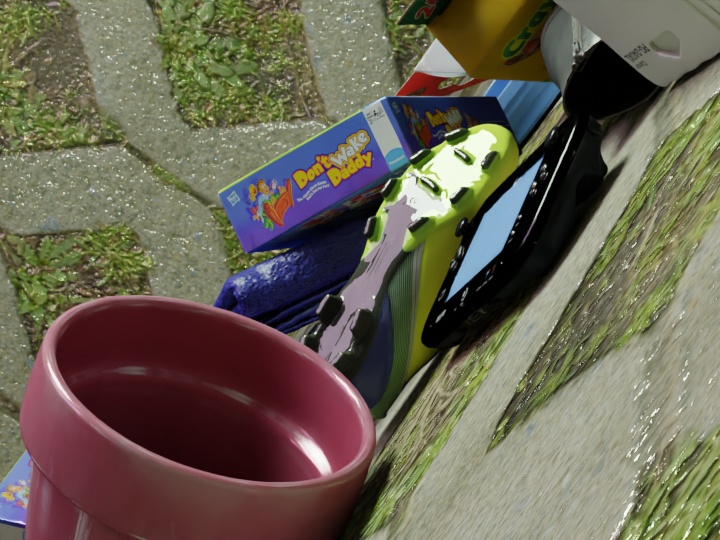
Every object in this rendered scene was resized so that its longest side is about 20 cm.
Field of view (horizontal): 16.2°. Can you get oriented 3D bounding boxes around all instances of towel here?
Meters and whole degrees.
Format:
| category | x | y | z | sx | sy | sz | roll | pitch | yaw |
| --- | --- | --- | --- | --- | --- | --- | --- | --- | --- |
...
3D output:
| category | x | y | z | sx | sy | sz | roll | pitch | yaw |
| --- | --- | --- | --- | --- | --- | --- | --- | --- | --- |
| towel | 0.000 | 0.000 | 1.690 | 0.199 | 0.050 | 0.148 | -24 | -8 | -12 |

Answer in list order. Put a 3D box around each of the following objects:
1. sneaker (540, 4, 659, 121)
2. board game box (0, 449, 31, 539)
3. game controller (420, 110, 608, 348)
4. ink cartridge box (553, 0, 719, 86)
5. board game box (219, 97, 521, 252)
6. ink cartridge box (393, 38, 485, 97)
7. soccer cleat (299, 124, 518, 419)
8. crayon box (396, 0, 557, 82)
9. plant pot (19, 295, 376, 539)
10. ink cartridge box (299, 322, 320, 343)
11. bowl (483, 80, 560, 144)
| category | x | y | z | sx | sy | sz | roll | pitch | yaw |
| --- | --- | --- | --- | --- | --- | --- | --- | --- | --- |
| sneaker | 0.181 | -0.169 | 1.430 | 0.200 | 0.075 | 0.106 | -54 | 15 | 19 |
| board game box | -0.188 | 0.162 | 1.691 | 0.200 | 0.045 | 0.135 | -57 | -27 | -53 |
| game controller | 0.082 | -0.018 | 1.422 | 0.105 | 0.042 | 0.200 | -56 | 3 | -22 |
| ink cartridge box | 0.198 | -0.209 | 1.326 | 0.200 | 0.083 | 0.145 | -55 | 3 | -10 |
| board game box | 0.010 | -0.066 | 1.692 | 0.134 | 0.045 | 0.200 | -28 | -8 | 22 |
| ink cartridge box | 0.119 | -0.160 | 1.723 | 0.162 | 0.057 | 0.200 | -22 | -22 | -34 |
| soccer cleat | 0.038 | 0.001 | 1.557 | 0.065 | 0.084 | 0.201 | 28 | 83 | 46 |
| crayon box | 0.125 | -0.177 | 1.543 | 0.200 | 0.051 | 0.127 | -3 | -43 | -52 |
| plant pot | -0.110 | 0.139 | 1.436 | 0.200 | 0.199 | 0.180 | -61 | -7 | -65 |
| ink cartridge box | -0.064 | 0.132 | 1.736 | 0.116 | 0.068 | 0.200 | -56 | 4 | -32 |
| bowl | 0.139 | -0.155 | 2.044 | 0.201 | 0.039 | 0.201 | -55 | 3 | 4 |
